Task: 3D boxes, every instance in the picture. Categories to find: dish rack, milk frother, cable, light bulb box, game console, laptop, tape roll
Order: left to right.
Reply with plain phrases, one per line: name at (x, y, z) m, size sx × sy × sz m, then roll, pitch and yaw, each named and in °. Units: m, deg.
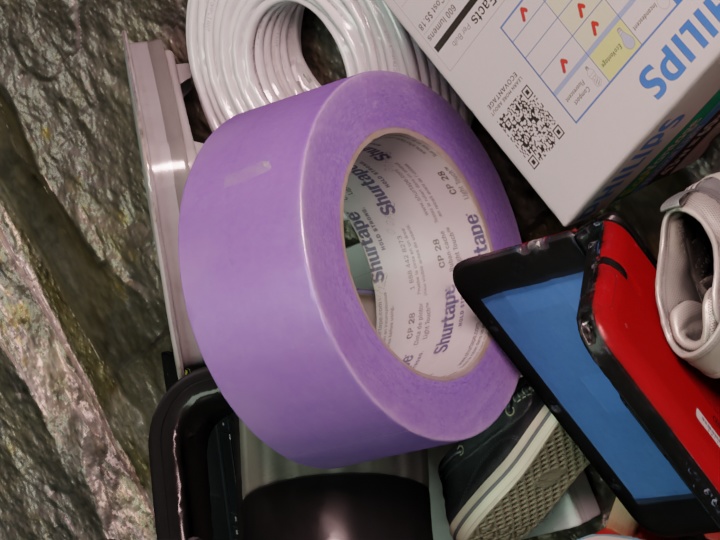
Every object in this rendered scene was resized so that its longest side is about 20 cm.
dish rack at (-0.111, -0.044, 1.495) m, size 0.200 × 0.043 × 0.172 m, roll -110°, pitch 11°, yaw -59°
laptop at (-0.084, 0.165, 1.586) m, size 0.200 × 0.103 × 0.178 m, roll 12°, pitch 115°, yaw 42°
milk frother at (-0.051, 0.106, 1.357) m, size 0.180 × 0.200 × 0.188 m, roll -7°, pitch 70°, yaw 7°
cable at (-0.018, -0.123, 1.415) m, size 0.200 × 0.069 × 0.200 m, roll 9°, pitch 114°, yaw 42°
tape roll at (0.000, 0.000, 1.285) m, size 0.085 × 0.200 × 0.200 m, roll -15°, pitch 97°, yaw 35°
light bulb box at (0.126, -0.167, 1.211) m, size 0.200 × 0.125 × 0.198 m, roll 52°, pitch 136°, yaw 13°
game console at (0.134, 0.084, 1.208) m, size 0.119 × 0.172 × 0.200 m, roll -32°, pitch 108°, yaw 23°

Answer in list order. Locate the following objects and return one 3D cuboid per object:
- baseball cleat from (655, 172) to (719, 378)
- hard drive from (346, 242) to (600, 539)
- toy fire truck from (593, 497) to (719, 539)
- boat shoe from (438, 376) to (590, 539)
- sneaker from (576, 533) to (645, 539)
baseball cleat at (0.197, 0.052, 1.162) m, size 0.070 × 0.106 × 0.200 m, roll -33°, pitch 84°, yaw 41°
hard drive at (0.056, 0.068, 1.460) m, size 0.132 × 0.026 × 0.200 m, roll -21°, pitch 92°, yaw 48°
toy fire truck at (0.194, 0.115, 1.324) m, size 0.141 × 0.049 × 0.200 m, roll 22°, pitch 123°, yaw 37°
boat shoe at (0.110, 0.077, 1.358) m, size 0.200 × 0.075 × 0.062 m, roll -50°, pitch 49°, yaw 28°
sneaker at (0.158, 0.210, 1.303) m, size 0.200 × 0.081 × 0.077 m, roll 34°, pitch 131°, yaw 42°
